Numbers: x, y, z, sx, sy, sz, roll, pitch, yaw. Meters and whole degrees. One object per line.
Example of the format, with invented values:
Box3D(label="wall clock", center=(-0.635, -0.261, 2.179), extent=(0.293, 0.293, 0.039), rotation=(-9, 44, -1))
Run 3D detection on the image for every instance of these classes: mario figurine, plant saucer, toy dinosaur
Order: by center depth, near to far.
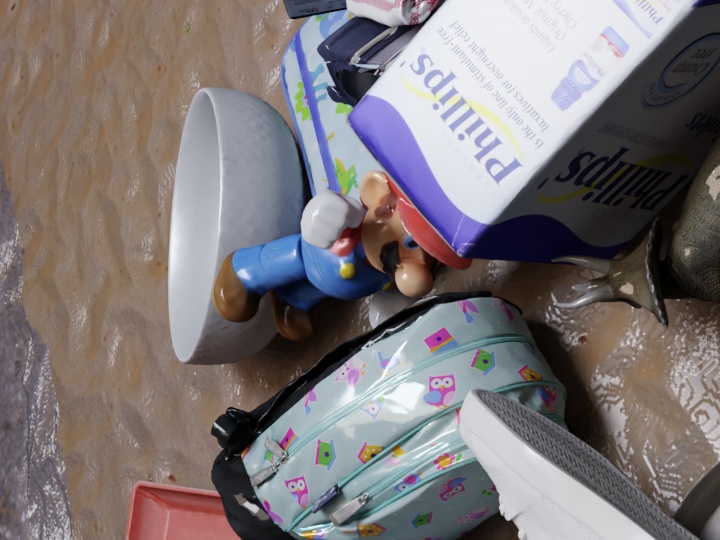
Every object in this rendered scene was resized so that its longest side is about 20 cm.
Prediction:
Box3D(label="toy dinosaur", center=(0.199, -0.032, 0.794), extent=(0.200, 0.102, 0.077), rotation=(-53, 46, 26))
Box3D(label="mario figurine", center=(0.000, 0.000, 0.930), extent=(0.200, 0.123, 0.106), rotation=(-28, 91, 41))
Box3D(label="plant saucer", center=(-0.109, 0.259, 1.120), extent=(0.200, 0.037, 0.200), rotation=(-3, 78, 50))

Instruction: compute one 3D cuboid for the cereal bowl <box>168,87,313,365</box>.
Box3D(label="cereal bowl", center=(-0.081, -0.029, 1.108), extent=(0.200, 0.083, 0.200), rotation=(-175, 90, -75))

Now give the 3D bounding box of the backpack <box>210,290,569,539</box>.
Box3D(label="backpack", center=(0.030, 0.099, 0.930), extent=(0.200, 0.167, 0.127), rotation=(-38, 69, 28))

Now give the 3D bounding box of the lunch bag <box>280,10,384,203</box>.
Box3D(label="lunch bag", center=(0.025, -0.108, 1.036), extent=(0.161, 0.082, 0.200), rotation=(-41, 50, 38))

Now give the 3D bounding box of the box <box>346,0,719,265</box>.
Box3D(label="box", center=(0.127, -0.105, 0.810), extent=(0.200, 0.184, 0.105), rotation=(-47, 66, 22))

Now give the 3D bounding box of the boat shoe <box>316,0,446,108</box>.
Box3D(label="boat shoe", center=(0.067, -0.148, 0.925), extent=(0.093, 0.200, 0.075), rotation=(31, 142, 46))

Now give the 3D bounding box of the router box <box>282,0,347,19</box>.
Box3D(label="router box", center=(0.036, -0.255, 0.970), extent=(0.200, 0.052, 0.157), rotation=(-10, 81, 2))

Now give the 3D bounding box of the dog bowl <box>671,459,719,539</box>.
Box3D(label="dog bowl", center=(0.229, 0.176, 0.735), extent=(0.200, 0.059, 0.200), rotation=(-17, 67, 47))

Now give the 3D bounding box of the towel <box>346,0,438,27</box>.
Box3D(label="towel", center=(0.061, -0.219, 0.843), extent=(0.200, 0.030, 0.146), rotation=(-55, 15, 2))

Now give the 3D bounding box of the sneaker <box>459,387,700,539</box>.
Box3D(label="sneaker", center=(0.099, 0.154, 0.780), extent=(0.200, 0.074, 0.116), rotation=(42, 110, 38))
